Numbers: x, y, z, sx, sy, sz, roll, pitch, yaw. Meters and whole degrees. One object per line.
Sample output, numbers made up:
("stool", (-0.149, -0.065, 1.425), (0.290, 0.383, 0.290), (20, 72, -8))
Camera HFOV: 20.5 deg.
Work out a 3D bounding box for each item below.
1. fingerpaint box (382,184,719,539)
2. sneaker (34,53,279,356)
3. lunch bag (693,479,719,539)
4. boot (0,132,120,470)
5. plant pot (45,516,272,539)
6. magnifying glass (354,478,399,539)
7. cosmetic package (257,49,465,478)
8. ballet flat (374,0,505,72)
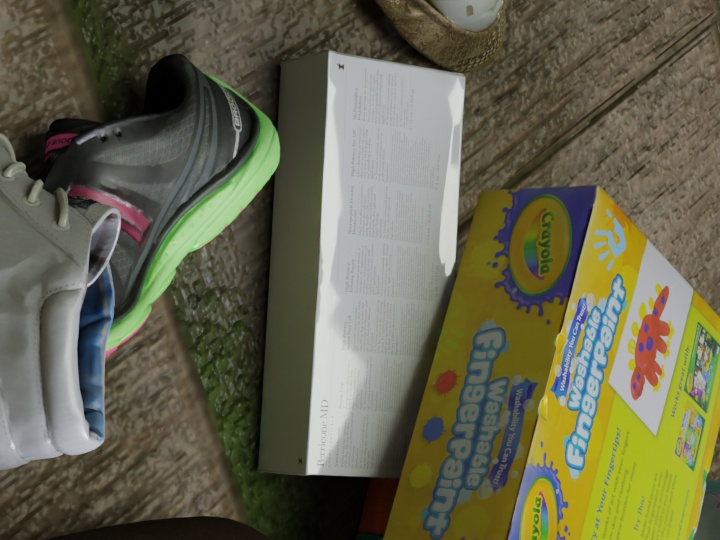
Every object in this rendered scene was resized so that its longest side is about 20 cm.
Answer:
("fingerpaint box", (0.102, 0.085, 0.977), (0.167, 0.073, 0.200), (40, 58, -45))
("sneaker", (-0.116, -0.018, 0.837), (0.084, 0.077, 0.200), (49, 49, -14))
("lunch bag", (0.281, 0.217, 1.174), (0.170, 0.200, 0.122), (57, 50, -32))
("boot", (-0.136, -0.019, 0.752), (0.074, 0.096, 0.200), (57, 27, -70))
("plant pot", (-0.100, 0.176, 0.778), (0.200, 0.187, 0.187), (-34, 115, -60))
("magnifying glass", (0.006, 0.155, 0.997), (0.080, 0.022, 0.200), (27, 68, -45))
("cosmetic package", (0.000, 0.000, 0.962), (0.083, 0.051, 0.200), (7, 84, -35))
("ballet flat", (0.030, -0.162, 0.999), (0.200, 0.065, 0.071), (34, 64, -43))
